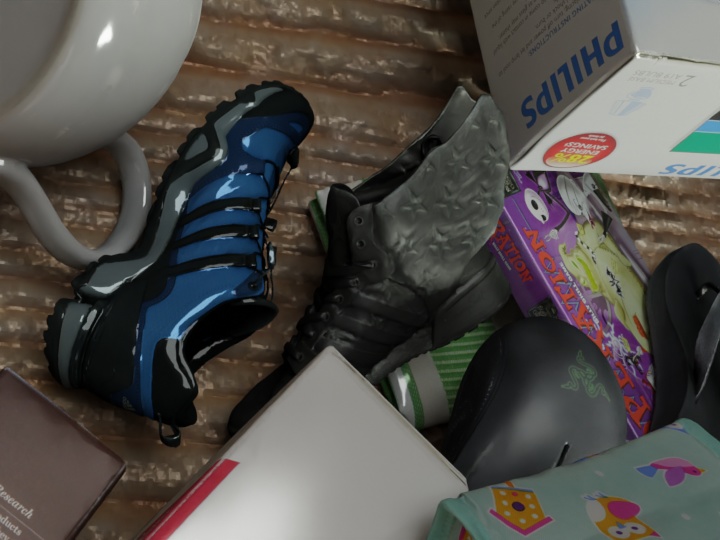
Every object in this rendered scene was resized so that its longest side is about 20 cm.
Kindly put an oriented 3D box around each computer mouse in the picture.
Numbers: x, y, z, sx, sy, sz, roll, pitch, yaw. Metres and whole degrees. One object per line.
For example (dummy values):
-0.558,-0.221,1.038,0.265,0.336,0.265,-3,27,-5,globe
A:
0.081,0.114,0.687,0.138,0.053,0.201,25,71,-16,computer mouse

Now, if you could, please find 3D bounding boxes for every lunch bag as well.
0.089,0.181,0.580,0.169,0.201,0.122,-8,33,-43,lunch bag

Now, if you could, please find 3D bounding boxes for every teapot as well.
-0.148,-0.137,0.711,0.197,0.200,0.146,46,19,22,teapot

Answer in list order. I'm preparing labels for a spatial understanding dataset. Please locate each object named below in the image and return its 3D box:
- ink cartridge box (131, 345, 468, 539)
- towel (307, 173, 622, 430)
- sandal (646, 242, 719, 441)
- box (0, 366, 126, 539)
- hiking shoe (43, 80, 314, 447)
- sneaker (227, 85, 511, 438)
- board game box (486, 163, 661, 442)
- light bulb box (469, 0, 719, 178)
-0.062,0.138,0.602,0.084,0.200,0.145,44,57,1,ink cartridge box
0.078,0.001,0.837,0.199,0.023,0.154,-15,77,-32,towel
0.194,0.061,0.785,0.076,0.043,0.201,40,38,-23,sandal
-0.191,0.145,0.593,0.075,0.100,0.200,41,56,-5,box
-0.070,-0.006,0.727,0.086,0.075,0.201,28,66,12,hiking shoe
0.001,0.001,0.730,0.199,0.060,0.105,-32,109,-10,sneaker
0.133,0.020,0.805,0.120,0.032,0.201,-23,81,-51,board game box
0.171,-0.168,0.807,0.197,0.125,0.202,0,67,-28,light bulb box
